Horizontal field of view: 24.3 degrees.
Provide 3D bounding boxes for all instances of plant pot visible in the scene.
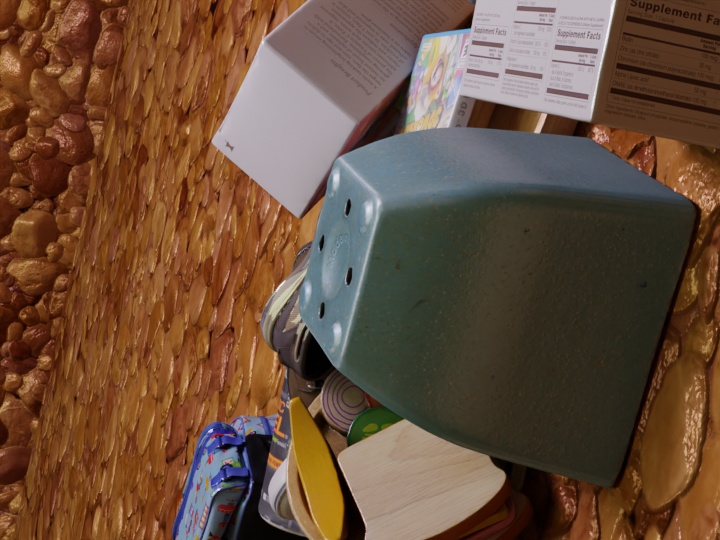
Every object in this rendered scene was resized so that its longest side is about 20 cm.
[{"bbox_3d":[0.072,0.007,1.121,0.196,0.199,0.198,-129,52,-67],"label":"plant pot"}]

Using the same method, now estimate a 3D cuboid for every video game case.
[{"bbox_3d":[0.046,-0.090,1.313,0.143,0.018,0.201,-160,88,-74],"label":"video game case"}]

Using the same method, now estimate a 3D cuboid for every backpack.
[{"bbox_3d":[-0.109,0.225,1.654,0.200,0.134,0.183,-108,34,-59],"label":"backpack"}]

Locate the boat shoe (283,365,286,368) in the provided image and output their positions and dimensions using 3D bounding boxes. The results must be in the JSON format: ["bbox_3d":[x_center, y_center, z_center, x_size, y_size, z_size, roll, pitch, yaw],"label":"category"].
[{"bbox_3d":[-0.008,0.016,1.555,0.200,0.073,0.068,-58,9,36],"label":"boat shoe"}]

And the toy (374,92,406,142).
[{"bbox_3d":[0.077,-0.067,1.365,0.115,0.047,0.201,-48,46,36],"label":"toy"}]

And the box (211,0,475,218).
[{"bbox_3d":[-0.013,-0.170,1.451,0.200,0.106,0.152,-47,-4,-37],"label":"box"}]

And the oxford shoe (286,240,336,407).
[{"bbox_3d":[-0.031,0.081,1.382,0.084,0.072,0.201,-71,-27,-77],"label":"oxford shoe"}]

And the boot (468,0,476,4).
[{"bbox_3d":[0.142,-0.277,1.279,0.200,0.065,0.166,-135,58,-73],"label":"boot"}]

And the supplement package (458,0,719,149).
[{"bbox_3d":[0.170,-0.134,0.967,0.200,0.155,0.112,-148,68,-70],"label":"supplement package"}]

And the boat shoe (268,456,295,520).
[{"bbox_3d":[0.016,0.152,1.317,0.199,0.071,0.070,-32,52,12],"label":"boat shoe"}]

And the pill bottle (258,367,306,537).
[{"bbox_3d":[-0.021,0.130,1.482,0.106,0.106,0.201,-156,77,-71],"label":"pill bottle"}]

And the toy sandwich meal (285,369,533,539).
[{"bbox_3d":[0.030,0.135,1.220,0.070,0.204,0.206,67,-165,-53],"label":"toy sandwich meal"}]

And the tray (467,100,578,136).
[{"bbox_3d":[0.095,-0.054,1.267,0.099,0.037,0.201,36,108,52],"label":"tray"}]

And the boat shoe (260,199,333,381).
[{"bbox_3d":[0.000,0.000,1.245,0.201,0.074,0.073,-60,45,27],"label":"boat shoe"}]
